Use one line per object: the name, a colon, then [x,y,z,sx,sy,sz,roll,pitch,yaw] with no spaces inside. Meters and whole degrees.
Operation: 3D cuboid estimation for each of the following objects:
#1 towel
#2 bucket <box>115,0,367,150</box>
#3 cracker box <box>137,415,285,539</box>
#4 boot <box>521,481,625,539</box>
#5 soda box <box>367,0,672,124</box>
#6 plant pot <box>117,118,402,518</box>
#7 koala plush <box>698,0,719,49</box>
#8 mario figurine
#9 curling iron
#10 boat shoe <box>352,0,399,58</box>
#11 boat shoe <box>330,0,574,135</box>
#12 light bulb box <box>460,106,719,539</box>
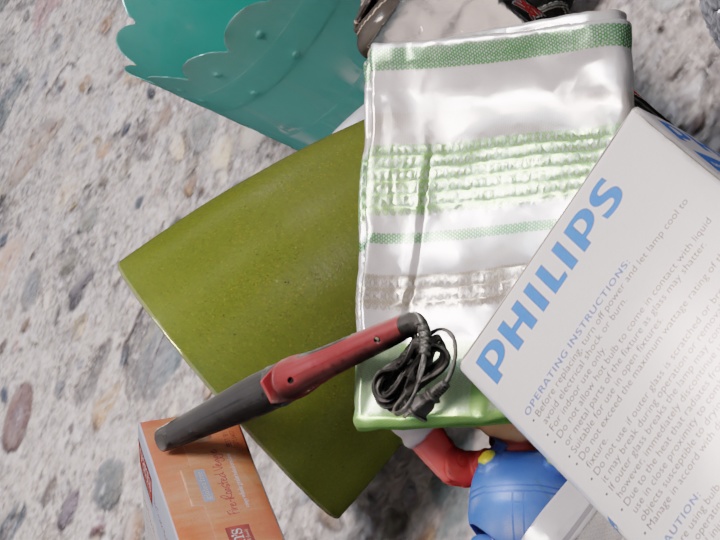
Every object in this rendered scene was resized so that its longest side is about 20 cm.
towel: [0.062,-0.024,1.092,0.148,0.031,0.202,-6,71,30]
bucket: [-0.050,-0.185,1.479,0.207,0.134,0.209,-35,41,37]
cracker box: [-0.075,0.194,1.198,0.134,0.057,0.202,-117,22,-54]
boot: [0.157,0.097,1.020,0.200,0.095,0.074,-49,-17,-23]
soda box: [0.099,-0.079,1.150,0.200,0.063,0.071,45,107,25]
plant pot: [0.000,0.000,1.244,0.200,0.187,0.187,-42,32,-1]
koala plush: [0.216,-0.102,0.947,0.184,0.199,0.178,-55,32,12]
mario figurine: [0.074,0.093,1.094,0.106,0.122,0.202,131,148,-58]
curling iron: [-0.033,0.062,1.103,0.199,0.025,0.050,-17,66,38]
boat shoe: [0.028,-0.171,1.327,0.067,0.057,0.200,-45,-1,26]
boat shoe: [0.062,-0.099,1.322,0.200,0.072,0.071,-46,57,24]
light bulb box: [0.179,0.066,0.839,0.125,0.198,0.200,-55,45,10]
